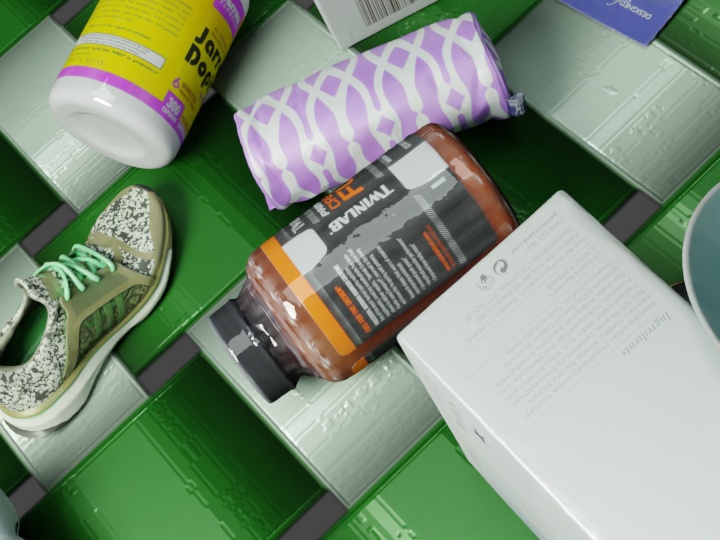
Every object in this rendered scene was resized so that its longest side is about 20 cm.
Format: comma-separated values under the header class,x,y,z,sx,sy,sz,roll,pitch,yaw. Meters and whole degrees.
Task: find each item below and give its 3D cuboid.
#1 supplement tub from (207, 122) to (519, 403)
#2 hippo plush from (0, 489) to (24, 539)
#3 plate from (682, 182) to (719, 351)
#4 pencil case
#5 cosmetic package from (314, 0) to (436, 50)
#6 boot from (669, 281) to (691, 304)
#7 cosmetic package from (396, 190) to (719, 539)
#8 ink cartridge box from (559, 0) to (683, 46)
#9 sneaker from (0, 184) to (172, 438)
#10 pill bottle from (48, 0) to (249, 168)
class,x,y,z,sx,sy,sz,roll,pitch,yaw
supplement tub,0.000,0.000,0.834,0.200,0.107,0.107,-37,59,-4
hippo plush,-0.286,0.215,0.818,0.200,0.159,0.161,44,51,16
plate,0.251,0.015,0.605,0.200,0.026,0.200,1,46,-1
pencil case,0.011,-0.111,0.899,0.200,0.086,0.084,-20,64,6
cosmetic package,-0.017,-0.282,1.003,0.101,0.071,0.200,-28,59,3
boot,0.264,0.008,0.727,0.200,0.138,0.078,1,64,19
cosmetic package,0.144,0.100,0.683,0.123,0.199,0.200,-42,59,-7
ink cartridge box,0.197,-0.291,0.957,0.198,0.047,0.200,36,77,28
sneaker,-0.202,0.018,0.898,0.077,0.089,0.200,19,71,25
pill bottle,-0.151,-0.186,0.977,0.104,0.104,0.200,15,70,23
